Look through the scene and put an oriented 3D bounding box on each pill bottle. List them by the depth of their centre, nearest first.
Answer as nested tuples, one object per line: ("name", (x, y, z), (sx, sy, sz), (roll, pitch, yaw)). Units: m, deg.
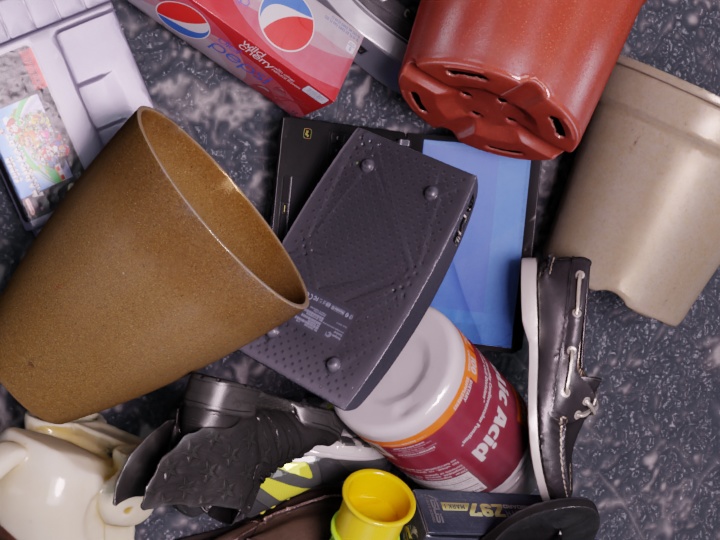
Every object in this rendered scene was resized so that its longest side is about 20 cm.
("pill bottle", (0.070, 0.118, 1.142), (0.114, 0.114, 0.200), (-55, 139, -9))

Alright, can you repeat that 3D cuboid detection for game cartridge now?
("game cartridge", (-0.224, -0.118, 1.083), (0.129, 0.038, 0.201), (-27, 104, -22))

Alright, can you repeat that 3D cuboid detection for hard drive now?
("hard drive", (0.000, 0.000, 1.085), (0.200, 0.135, 0.042), (-60, 146, -6))

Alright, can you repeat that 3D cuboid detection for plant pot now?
("plant pot", (-0.172, 0.014, 1.031), (0.200, 0.186, 0.186), (-38, 109, 9))
("plant pot", (0.130, -0.205, 1.104), (0.200, 0.201, 0.196), (28, 72, -21))
("plant pot", (0.250, -0.062, 1.206), (0.200, 0.200, 0.184), (23, 98, -22))

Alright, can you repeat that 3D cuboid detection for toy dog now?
("toy dog", (-0.221, 0.217, 1.034), (0.139, 0.194, 0.201), (15, 95, 20))

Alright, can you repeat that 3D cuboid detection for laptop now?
("laptop", (0.034, -0.027, 1.152), (0.199, 0.103, 0.178), (4, 93, -37))

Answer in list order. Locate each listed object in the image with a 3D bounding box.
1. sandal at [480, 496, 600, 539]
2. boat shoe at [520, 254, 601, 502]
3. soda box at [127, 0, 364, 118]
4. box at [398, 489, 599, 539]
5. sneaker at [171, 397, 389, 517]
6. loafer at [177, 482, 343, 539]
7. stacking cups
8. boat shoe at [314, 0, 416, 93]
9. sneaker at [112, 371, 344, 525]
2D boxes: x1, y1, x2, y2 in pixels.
("sandal", (0.104, 0.244, 1.093), (0.200, 0.048, 0.075), (-35, 129, 15))
("boat shoe", (0.163, 0.087, 1.134), (0.060, 0.074, 0.201), (-4, 82, 10))
("soda box", (-0.098, -0.204, 1.094), (0.200, 0.063, 0.070), (33, 66, -25))
("box", (0.087, 0.266, 1.177), (0.157, 0.051, 0.200), (6, 129, -23))
("sneaker", (-0.070, 0.156, 1.158), (0.199, 0.075, 0.085), (4, 115, -25))
("loafer", (-0.073, 0.235, 1.154), (0.199, 0.071, 0.073), (-21, 102, -19))
("stacking cups", (-0.012, 0.248, 1.146), (0.060, 0.061, 0.200), (3, 130, -22))
("boat shoe", (-0.008, -0.225, 1.142), (0.200, 0.070, 0.066), (36, 69, -19))
("sneaker", (-0.090, 0.137, 1.039), (0.200, 0.060, 0.105), (25, 76, -52))
